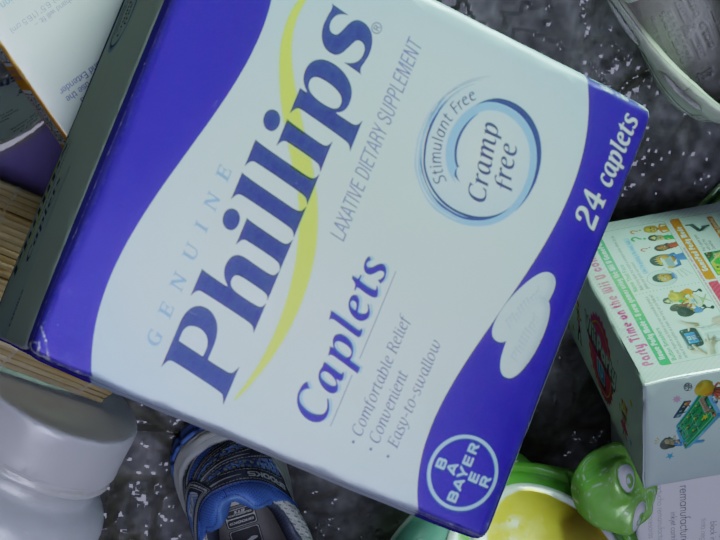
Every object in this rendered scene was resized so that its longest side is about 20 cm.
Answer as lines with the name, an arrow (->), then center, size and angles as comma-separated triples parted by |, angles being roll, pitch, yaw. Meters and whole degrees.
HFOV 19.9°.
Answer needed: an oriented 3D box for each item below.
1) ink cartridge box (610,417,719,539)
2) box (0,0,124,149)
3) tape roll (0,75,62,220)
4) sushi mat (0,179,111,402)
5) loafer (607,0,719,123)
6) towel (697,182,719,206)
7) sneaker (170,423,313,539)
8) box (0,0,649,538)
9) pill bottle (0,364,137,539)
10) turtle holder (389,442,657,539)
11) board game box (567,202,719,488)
ink cartridge box -> 0.236, 0.079, 1.090 | 0.198, 0.068, 0.117 | -8, 122, -2
box -> -0.072, -0.078, 0.864 | 0.119, 0.041, 0.201 | -36, 106, -11
tape roll -> -0.187, -0.127, 0.911 | 0.198, 0.085, 0.202 | -5, 115, -11
sushi mat -> -0.175, -0.003, 0.919 | 0.199, 0.012, 0.096 | 23, 118, -32
loafer -> 0.141, -0.157, 0.981 | 0.070, 0.070, 0.201 | -33, 116, 3
towel -> 0.279, -0.042, 1.087 | 0.149, 0.031, 0.200 | 38, 101, -24
sneaker -> -0.046, 0.174, 1.075 | 0.076, 0.085, 0.201 | -25, 117, -1
box -> -0.018, -0.018, 0.811 | 0.198, 0.105, 0.186 | 23, 87, -17
pill bottle -> -0.197, 0.138, 1.008 | 0.113, 0.114, 0.201 | 25, 106, -22
turtle holder -> 0.086, 0.172, 1.044 | 0.184, 0.132, 0.142 | -21, 95, 22
board game box -> 0.214, 0.024, 1.011 | 0.198, 0.148, 0.065 | -9, 121, -6
